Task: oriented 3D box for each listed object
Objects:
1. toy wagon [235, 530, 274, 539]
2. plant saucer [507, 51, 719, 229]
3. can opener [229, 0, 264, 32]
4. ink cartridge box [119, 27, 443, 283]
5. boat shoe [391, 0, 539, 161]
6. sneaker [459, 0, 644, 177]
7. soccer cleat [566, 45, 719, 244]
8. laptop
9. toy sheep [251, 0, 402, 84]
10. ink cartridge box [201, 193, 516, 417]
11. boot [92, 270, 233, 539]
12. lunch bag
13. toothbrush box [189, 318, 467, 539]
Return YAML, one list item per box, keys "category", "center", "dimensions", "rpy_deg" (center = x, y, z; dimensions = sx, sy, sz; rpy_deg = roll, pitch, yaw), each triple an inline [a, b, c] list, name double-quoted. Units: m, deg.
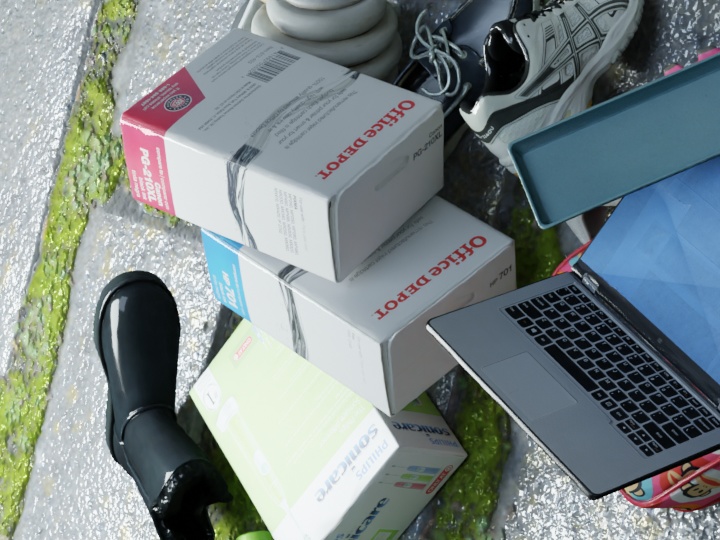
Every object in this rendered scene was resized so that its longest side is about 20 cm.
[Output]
- category: "toy wagon"
  center: [-0.118, 0.312, 1.696]
  dimensions: [0.200, 0.039, 0.156]
  rpy_deg: [-27, 64, 38]
- category: "plant saucer"
  center: [0.202, -0.092, 1.357]
  dimensions: [0.199, 0.019, 0.070]
  rpy_deg: [-23, 65, 5]
- category: "can opener"
  center: [-0.069, -0.255, 1.750]
  dimensions: [0.066, 0.053, 0.201]
  rpy_deg: [42, 110, 41]
- category: "ink cartridge box"
  center: [-0.056, -0.089, 1.520]
  dimensions: [0.199, 0.145, 0.085]
  rpy_deg: [23, 137, 29]
- category: "boat shoe"
  center: [0.065, -0.154, 1.594]
  dimensions: [0.200, 0.062, 0.075]
  rpy_deg: [-51, 53, 25]
- category: "sneaker"
  center: [0.138, -0.167, 1.466]
  dimensions: [0.076, 0.088, 0.201]
  rpy_deg: [-19, 40, 55]
- category: "soccer cleat"
  center: [0.218, -0.086, 1.439]
  dimensions: [0.200, 0.070, 0.087]
  rpy_deg: [-35, 74, 38]
- category: "laptop"
  center: [0.179, 0.020, 1.311]
  dimensions: [0.187, 0.199, 0.116]
  rpy_deg: [46, 142, 40]
- category: "toy sheep"
  center: [-0.031, -0.185, 1.636]
  dimensions: [0.138, 0.138, 0.201]
  rpy_deg: [38, 146, 41]
- category: "ink cartridge box"
  center: [0.000, 0.000, 1.542]
  dimensions: [0.200, 0.146, 0.086]
  rpy_deg: [33, 145, 34]
- category: "boot"
  center: [-0.163, 0.121, 1.706]
  dimensions: [0.168, 0.076, 0.201]
  rpy_deg: [46, 139, 51]
- category: "lunch bag"
  center: [0.230, 0.047, 1.381]
  dimensions: [0.176, 0.082, 0.201]
  rpy_deg: [-36, 58, 33]
- category: "toothbrush box"
  center: [-0.029, 0.121, 1.615]
  dimensions: [0.146, 0.086, 0.200]
  rpy_deg: [-53, 50, 23]
